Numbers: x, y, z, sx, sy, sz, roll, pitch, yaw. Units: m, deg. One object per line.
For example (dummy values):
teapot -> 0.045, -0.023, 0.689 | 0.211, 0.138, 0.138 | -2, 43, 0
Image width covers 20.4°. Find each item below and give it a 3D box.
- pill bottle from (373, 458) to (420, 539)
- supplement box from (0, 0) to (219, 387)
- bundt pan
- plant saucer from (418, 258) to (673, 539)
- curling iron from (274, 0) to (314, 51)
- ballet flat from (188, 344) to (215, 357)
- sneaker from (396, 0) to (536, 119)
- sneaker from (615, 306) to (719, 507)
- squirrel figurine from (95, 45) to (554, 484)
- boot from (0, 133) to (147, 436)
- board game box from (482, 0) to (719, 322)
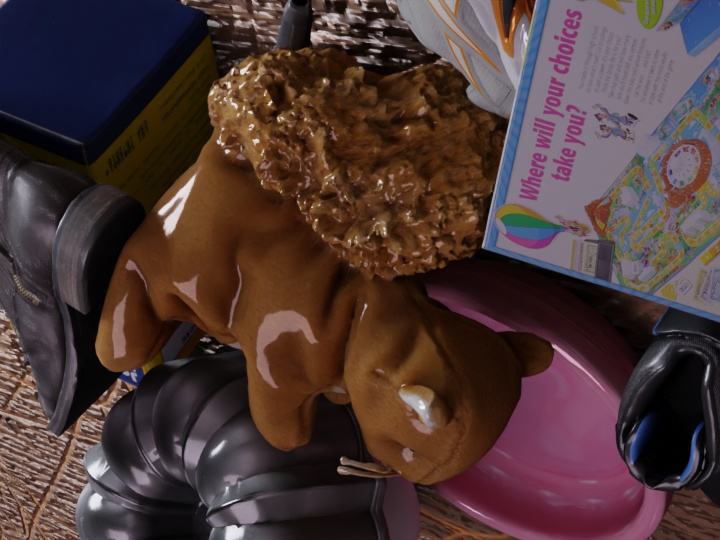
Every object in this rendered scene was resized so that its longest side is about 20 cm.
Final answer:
pill bottle -> -0.027, 0.150, 1.185 | 0.111, 0.111, 0.200 | 37, 171, 2
supplement box -> -0.140, -0.048, 1.083 | 0.109, 0.109, 0.201 | 22, 145, 25
bundt pan -> -0.080, 0.136, 1.040 | 0.075, 0.204, 0.201 | 4, 174, -43
plant saucer -> 0.081, 0.066, 1.061 | 0.199, 0.051, 0.201 | 27, 146, 20
curling iron -> -0.036, -0.071, 1.023 | 0.201, 0.025, 0.050 | 102, 149, -52
ballet flat -> -0.133, 0.021, 1.235 | 0.200, 0.046, 0.067 | 47, 166, -19
sneaker -> 0.037, -0.134, 0.830 | 0.092, 0.076, 0.201 | 5, 135, 48
sneaker -> 0.156, 0.073, 0.933 | 0.073, 0.112, 0.201 | 23, 145, 25
squirrel figurine -> 0.000, 0.000, 0.930 | 0.186, 0.141, 0.201 | 36, 123, 31
boot -> -0.190, -0.021, 1.012 | 0.173, 0.069, 0.201 | 32, 141, 15
board game box -> 0.126, -0.058, 0.773 | 0.133, 0.034, 0.201 | 17, 147, 6
